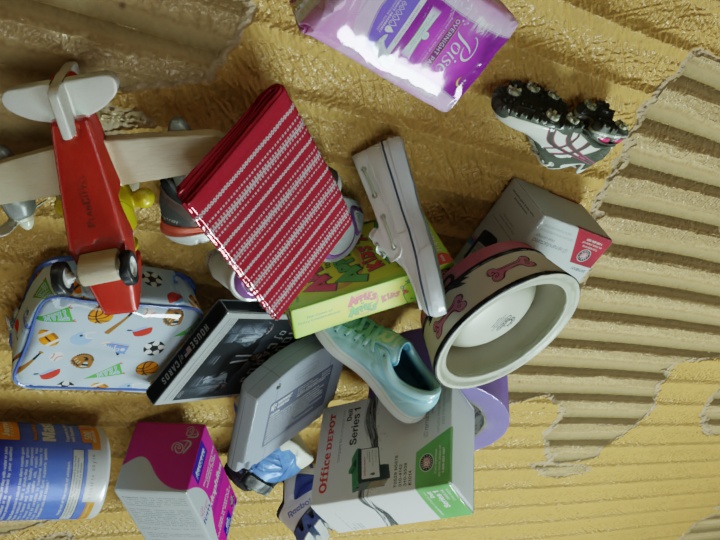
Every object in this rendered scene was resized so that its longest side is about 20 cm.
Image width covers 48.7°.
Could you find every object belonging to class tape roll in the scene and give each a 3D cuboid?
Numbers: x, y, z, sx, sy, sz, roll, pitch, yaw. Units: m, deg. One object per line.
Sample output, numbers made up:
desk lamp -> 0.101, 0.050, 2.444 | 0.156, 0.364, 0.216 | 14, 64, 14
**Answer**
tape roll -> 0.108, 0.172, 1.110 | 0.195, 0.086, 0.202 | 4, 139, 3

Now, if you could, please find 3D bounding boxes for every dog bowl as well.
dog bowl -> 0.157, 0.049, 0.943 | 0.197, 0.074, 0.202 | -21, 144, -16

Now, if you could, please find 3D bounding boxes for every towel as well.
towel -> -0.083, -0.060, 0.761 | 0.145, 0.022, 0.201 | -52, 144, -18

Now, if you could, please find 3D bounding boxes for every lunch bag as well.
lunch bag -> -0.283, 0.067, 0.873 | 0.197, 0.076, 0.161 | 10, 128, -35

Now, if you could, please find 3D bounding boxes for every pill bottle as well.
pill bottle -> -0.408, 0.237, 0.940 | 0.197, 0.113, 0.113 | 11, 125, -34

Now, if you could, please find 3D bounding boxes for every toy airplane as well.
toy airplane -> -0.241, -0.087, 0.722 | 0.198, 0.141, 0.201 | 35, 99, -8

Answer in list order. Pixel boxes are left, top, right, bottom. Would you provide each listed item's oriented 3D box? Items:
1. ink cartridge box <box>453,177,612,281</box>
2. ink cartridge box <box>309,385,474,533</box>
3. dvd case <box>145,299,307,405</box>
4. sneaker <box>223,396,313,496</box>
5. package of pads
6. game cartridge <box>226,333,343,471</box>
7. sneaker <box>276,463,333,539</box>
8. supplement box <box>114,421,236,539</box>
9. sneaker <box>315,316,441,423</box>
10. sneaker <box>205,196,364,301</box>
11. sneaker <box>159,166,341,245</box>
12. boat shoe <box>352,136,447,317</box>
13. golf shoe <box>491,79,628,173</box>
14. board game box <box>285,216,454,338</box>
ink cartridge box -> 0.210, -0.003, 1.053 | 0.144, 0.083, 0.201 | 13, 123, -36
ink cartridge box -> 0.042, 0.240, 1.017 | 0.197, 0.148, 0.085 | -17, 134, 24
dvd case -> -0.143, 0.097, 0.952 | 0.151, 0.025, 0.199 | -49, 155, 18
sneaker -> -0.150, 0.251, 1.110 | 0.111, 0.077, 0.201 | -37, 144, -4
package of pads -> 0.041, -0.242, 0.747 | 0.198, 0.076, 0.121 | 19, 122, -39
game cartridge -> -0.089, 0.155, 1.006 | 0.199, 0.040, 0.135 | -26, 141, -54
sneaker -> -0.061, 0.321, 1.225 | 0.199, 0.114, 0.081 | -45, 146, -26
supplement box -> -0.243, 0.303, 1.073 | 0.101, 0.102, 0.202 | 0, 137, 9
sneaker -> 0.023, 0.089, 0.961 | 0.074, 0.200, 0.082 | -44, 177, -44
sneaker -> -0.083, -0.039, 0.885 | 0.198, 0.099, 0.076 | -27, 122, -34
sneaker -> -0.112, -0.087, 0.818 | 0.196, 0.077, 0.083 | -16, 127, -16
boat shoe -> 0.042, -0.042, 0.874 | 0.065, 0.204, 0.074 | -16, 169, 9
golf shoe -> 0.222, -0.157, 0.923 | 0.197, 0.078, 0.089 | 7, 134, -32
board game box -> 0.000, 0.000, 0.933 | 0.196, 0.102, 0.048 | -16, 137, -13
